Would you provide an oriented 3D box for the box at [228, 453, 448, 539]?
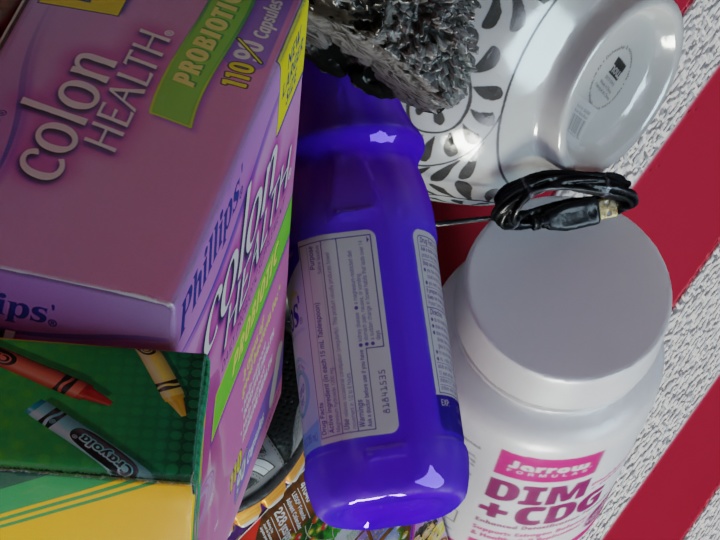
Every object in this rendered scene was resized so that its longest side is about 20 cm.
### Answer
[{"bbox_3d":[-0.024,0.134,1.160,0.137,0.039,0.200,-46,150,-19],"label":"box"}]

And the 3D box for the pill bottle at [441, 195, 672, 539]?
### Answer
[{"bbox_3d":[0.081,0.054,1.190,0.113,0.113,0.200,-43,164,-24],"label":"pill bottle"}]

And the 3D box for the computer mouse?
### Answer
[{"bbox_3d":[0.028,-0.008,1.077,0.199,0.034,0.059,-13,158,-9],"label":"computer mouse"}]

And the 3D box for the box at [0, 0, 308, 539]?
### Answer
[{"bbox_3d":[-0.089,0.021,0.884,0.176,0.096,0.200,-71,169,-49],"label":"box"}]

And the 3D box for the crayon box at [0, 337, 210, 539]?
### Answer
[{"bbox_3d":[-0.112,0.111,0.798,0.058,0.118,0.200,-88,-177,-48],"label":"crayon box"}]

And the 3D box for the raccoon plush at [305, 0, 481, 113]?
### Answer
[{"bbox_3d":[0.030,-0.141,0.925,0.134,0.097,0.200,-61,-175,-8],"label":"raccoon plush"}]

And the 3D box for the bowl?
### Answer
[{"bbox_3d":[0.080,-0.101,1.101,0.201,0.094,0.201,-37,145,-32],"label":"bowl"}]

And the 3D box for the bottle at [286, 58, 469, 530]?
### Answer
[{"bbox_3d":[0.000,0.000,1.001,0.065,0.201,0.084,-7,166,-1],"label":"bottle"}]

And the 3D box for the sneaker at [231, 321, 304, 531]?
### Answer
[{"bbox_3d":[-0.091,0.075,1.033,0.200,0.078,0.077,-37,141,-31],"label":"sneaker"}]
